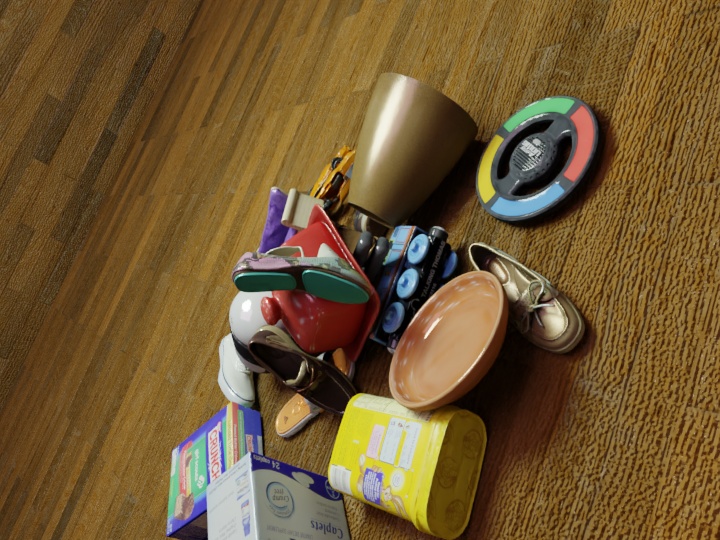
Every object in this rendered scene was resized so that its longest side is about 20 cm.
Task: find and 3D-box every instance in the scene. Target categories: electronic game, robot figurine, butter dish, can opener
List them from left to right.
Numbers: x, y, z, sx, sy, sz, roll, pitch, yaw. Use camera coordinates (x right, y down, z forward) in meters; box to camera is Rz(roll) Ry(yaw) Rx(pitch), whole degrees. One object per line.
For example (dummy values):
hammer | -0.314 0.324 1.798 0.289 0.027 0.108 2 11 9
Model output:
robot figurine | -0.164 0.103 1.078 0.201 0.148 0.126 99 -163 -59
butter dish | -0.082 0.040 0.931 0.202 0.146 0.201 57 150 24
robot figurine | -0.063 -0.150 1.219 0.202 0.058 0.145 -56 20 6
can opener | 0.000 0.000 0.979 0.201 0.052 0.068 113 172 -59
electronic game | 0.249 -0.161 0.881 0.198 0.041 0.203 -30 46 35

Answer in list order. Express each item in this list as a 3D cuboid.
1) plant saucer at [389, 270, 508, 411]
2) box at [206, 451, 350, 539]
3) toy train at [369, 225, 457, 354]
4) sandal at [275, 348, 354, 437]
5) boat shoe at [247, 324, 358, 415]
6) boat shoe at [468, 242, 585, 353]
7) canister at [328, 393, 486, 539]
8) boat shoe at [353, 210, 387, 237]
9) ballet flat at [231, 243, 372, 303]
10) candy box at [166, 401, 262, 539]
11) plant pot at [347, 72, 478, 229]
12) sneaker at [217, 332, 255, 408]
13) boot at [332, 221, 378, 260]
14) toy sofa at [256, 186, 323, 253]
plant saucer | 0.115 0.093 0.782 0.200 0.037 0.201 -45 21 22
box | -0.103 0.376 0.823 0.105 0.183 0.202 -40 41 21
toy train | 0.073 0.028 0.935 0.114 0.086 0.204 7 74 61
sandal | -0.089 0.203 1.025 0.207 0.059 0.080 -47 38 17
boat shoe | -0.091 0.162 0.947 0.073 0.199 0.072 -50 1 11
boat shoe | 0.203 0.032 0.788 0.074 0.062 0.200 -52 37 9
canister | 0.054 0.244 0.806 0.198 0.086 0.151 -3 64 51
boat shoe | 0.036 -0.158 1.111 0.064 0.071 0.204 12 81 47
ballet flat | -0.077 -0.002 0.837 0.195 0.070 0.072 4 52 8
candy box | -0.262 0.366 1.109 0.199 0.076 0.171 -39 41 25
plant pot | 0.065 -0.177 0.993 0.185 0.185 0.203 25 87 53
sneaker | -0.237 0.182 1.205 0.071 0.072 0.201 -53 36 18
boot | -0.035 -0.051 1.087 0.074 0.076 0.199 -48 24 -17
toy sofa | -0.136 -0.043 1.091 0.202 0.096 0.084 114 168 -45
